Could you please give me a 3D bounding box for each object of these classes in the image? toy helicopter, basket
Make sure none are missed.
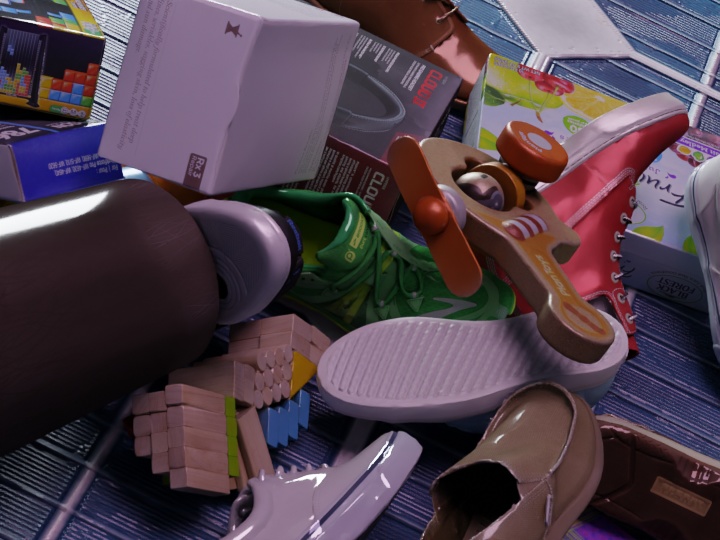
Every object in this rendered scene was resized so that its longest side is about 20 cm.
[{"bbox_3d":[0.089,-0.017,1.612,0.132,0.079,0.200,12,32,-39],"label":"toy helicopter"},{"bbox_3d":[-0.186,0.029,1.439,0.200,0.180,0.136,-21,76,-44],"label":"basket"}]

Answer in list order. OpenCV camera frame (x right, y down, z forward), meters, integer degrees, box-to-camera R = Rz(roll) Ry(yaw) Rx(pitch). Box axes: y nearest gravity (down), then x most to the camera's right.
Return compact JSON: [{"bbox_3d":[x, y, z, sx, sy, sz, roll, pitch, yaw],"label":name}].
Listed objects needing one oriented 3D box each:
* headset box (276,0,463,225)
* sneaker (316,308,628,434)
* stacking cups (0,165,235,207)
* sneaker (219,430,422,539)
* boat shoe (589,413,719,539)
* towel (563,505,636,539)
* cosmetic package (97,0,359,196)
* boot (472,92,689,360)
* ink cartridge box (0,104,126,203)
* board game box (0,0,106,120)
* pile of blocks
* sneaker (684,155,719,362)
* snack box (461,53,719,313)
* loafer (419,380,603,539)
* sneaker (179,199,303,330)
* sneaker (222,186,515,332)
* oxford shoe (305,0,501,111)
[{"bbox_3d":[-0.030,-0.105,1.799,0.200,0.077,0.149,26,35,4],"label":"headset box"},{"bbox_3d":[0.066,0.077,1.626,0.199,0.082,0.074,-3,47,-16],"label":"sneaker"},{"bbox_3d":[-0.157,-0.037,1.662,0.060,0.061,0.200,44,34,25],"label":"stacking cups"},{"bbox_3d":[-0.033,0.136,1.485,0.071,0.073,0.200,39,38,8],"label":"sneaker"},{"bbox_3d":[0.210,0.145,1.625,0.202,0.075,0.075,35,4,-9],"label":"boat shoe"},{"bbox_3d":[0.139,0.205,1.547,0.200,0.023,0.143,41,39,23],"label":"towel"},{"bbox_3d":[-0.077,-0.113,1.616,0.081,0.113,0.200,19,8,16],"label":"cosmetic package"},{"bbox_3d":[0.169,-0.020,1.762,0.200,0.072,0.144,-34,78,-20],"label":"boot"},{"bbox_3d":[-0.227,-0.076,1.598,0.200,0.039,0.099,14,18,29],"label":"ink cartridge box"},{"bbox_3d":[-0.252,-0.152,1.666,0.165,0.057,0.200,12,10,-13],"label":"board game box"},{"bbox_3d":[-0.083,0.085,1.550,0.062,0.082,0.200,-9,11,28],"label":"pile of blocks"},{"bbox_3d":[0.271,0.010,1.773,0.073,0.071,0.201,-13,73,-21],"label":"sneaker"},{"bbox_3d":[0.169,-0.062,1.875,0.199,0.053,0.142,19,43,-9],"label":"snack box"},{"bbox_3d":[0.085,0.127,1.513,0.068,0.076,0.200,60,33,-29],"label":"loafer"},{"bbox_3d":[-0.067,-0.013,1.545,0.112,0.200,0.073,-28,90,-34],"label":"sneaker"},{"bbox_3d":[0.000,0.000,1.663,0.199,0.084,0.074,19,72,1],"label":"sneaker"},{"bbox_3d":[0.051,-0.177,1.948,0.200,0.071,0.071,30,34,5],"label":"oxford shoe"}]
